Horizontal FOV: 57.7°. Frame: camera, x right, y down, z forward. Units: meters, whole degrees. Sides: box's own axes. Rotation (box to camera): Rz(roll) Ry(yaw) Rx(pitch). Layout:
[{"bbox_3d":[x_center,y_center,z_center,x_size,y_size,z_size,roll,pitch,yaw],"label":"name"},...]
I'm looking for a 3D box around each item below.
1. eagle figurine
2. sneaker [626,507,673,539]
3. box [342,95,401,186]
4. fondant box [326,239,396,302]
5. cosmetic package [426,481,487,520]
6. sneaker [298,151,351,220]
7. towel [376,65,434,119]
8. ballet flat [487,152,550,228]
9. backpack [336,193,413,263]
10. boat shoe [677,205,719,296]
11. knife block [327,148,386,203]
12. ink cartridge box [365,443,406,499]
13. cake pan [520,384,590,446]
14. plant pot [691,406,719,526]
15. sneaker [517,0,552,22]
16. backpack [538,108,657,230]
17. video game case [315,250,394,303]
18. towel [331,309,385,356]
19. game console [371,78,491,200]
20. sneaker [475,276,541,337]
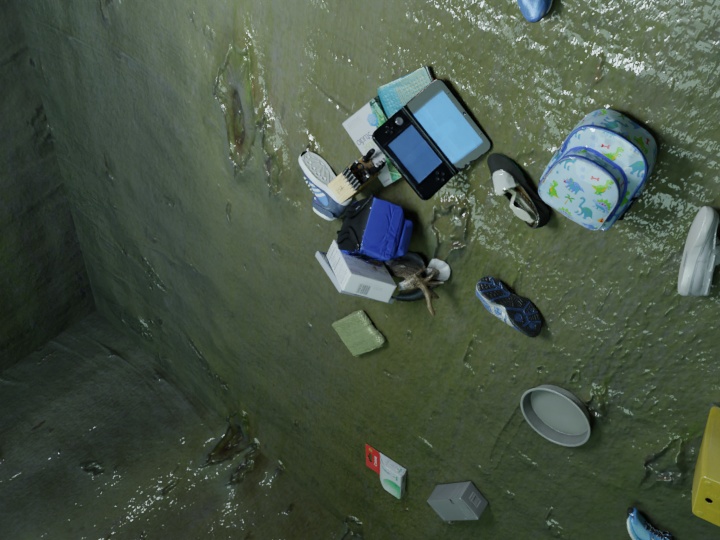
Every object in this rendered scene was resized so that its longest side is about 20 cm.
[{"bbox_3d":[0.143,0.027,1.813,0.200,0.151,0.152,-152,76,-73],"label":"eagle figurine"},{"bbox_3d":[0.798,0.717,1.773,0.090,0.078,0.200,-36,97,35],"label":"sneaker"},{"bbox_3d":[0.056,-0.322,1.645,0.200,0.036,0.144,54,144,-8],"label":"box"},{"bbox_3d":[0.000,0.000,1.807,0.058,0.144,0.200,-63,27,22],"label":"fondant box"},{"bbox_3d":[0.341,0.818,2.311,0.107,0.090,0.200,49,141,-4],"label":"cosmetic package"},{"bbox_3d":[-0.125,-0.229,1.878,0.200,0.081,0.146,45,140,-2],"label":"sneaker"},{"bbox_3d":[0.135,-0.358,1.520,0.146,0.022,0.200,-13,113,36],"label":"towel"},{"bbox_3d":[0.343,-0.174,1.446,0.200,0.068,0.068,48,144,2],"label":"ballet flat"},{"bbox_3d":[0.031,-0.096,1.748,0.168,0.163,0.200,24,171,-24],"label":"backpack"},{"bbox_3d":[0.661,-0.031,1.247,0.068,0.072,0.200,7,123,16],"label":"boat shoe"},{"bbox_3d":[0.008,-0.255,1.696,0.175,0.200,0.064,-35,92,24],"label":"knife block"},{"bbox_3d":[0.089,0.796,2.589,0.200,0.050,0.161,25,137,27],"label":"ink cartridge box"},{"bbox_3d":[0.532,0.389,1.771,0.200,0.037,0.201,27,138,27],"label":"cake pan"},{"bbox_3d":[0.821,0.454,1.408,0.200,0.176,0.200,20,135,35],"label":"plant pot"},{"bbox_3d":[0.285,-0.541,1.166,0.078,0.089,0.200,4,125,46],"label":"sneaker"},{"bbox_3d":[0.455,-0.189,1.252,0.183,0.147,0.200,36,139,14],"label":"backpack"},{"bbox_3d":[-0.017,0.019,1.856,0.022,0.182,0.200,-62,35,21],"label":"video game case"},{"bbox_3d":[-0.008,0.209,2.182,0.149,0.036,0.200,53,144,-3],"label":"towel"},{"bbox_3d":[0.158,-0.290,1.465,0.200,0.172,0.119,49,158,-8],"label":"game console"},{"bbox_3d":[0.376,0.094,1.661,0.200,0.076,0.077,44,166,8],"label":"sneaker"}]
